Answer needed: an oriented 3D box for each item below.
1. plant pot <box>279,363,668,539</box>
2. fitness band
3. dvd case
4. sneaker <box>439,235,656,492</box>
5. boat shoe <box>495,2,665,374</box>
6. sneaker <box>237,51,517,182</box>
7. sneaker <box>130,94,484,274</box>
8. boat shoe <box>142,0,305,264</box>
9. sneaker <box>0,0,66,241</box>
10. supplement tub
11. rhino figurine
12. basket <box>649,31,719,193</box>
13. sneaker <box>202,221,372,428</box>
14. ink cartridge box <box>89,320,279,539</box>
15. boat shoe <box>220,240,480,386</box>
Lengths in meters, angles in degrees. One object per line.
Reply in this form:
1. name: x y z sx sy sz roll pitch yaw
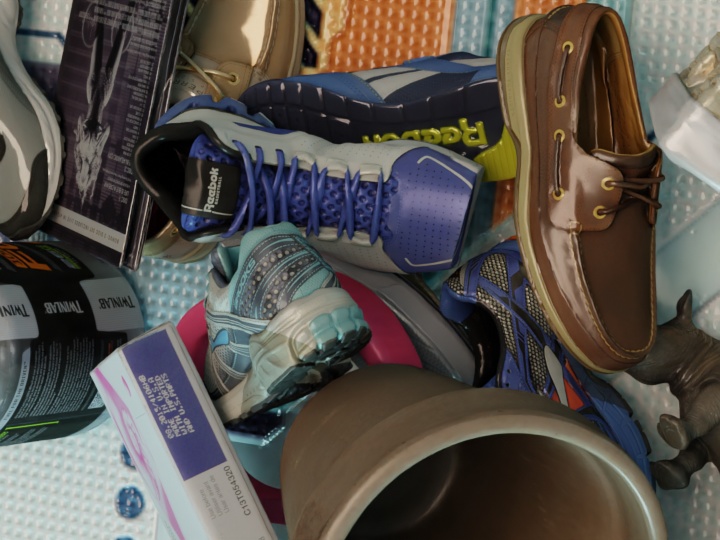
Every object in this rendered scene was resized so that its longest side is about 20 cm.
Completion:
1. plant pot: 0.035 0.133 1.510 0.200 0.200 0.175 -66 29 11
2. fitness band: -0.039 0.074 1.659 0.200 0.037 0.144 -14 98 48
3. dvd case: -0.146 -0.110 1.709 0.149 0.016 0.200 22 101 61
4. sneaker: 0.099 0.078 1.600 0.200 0.078 0.075 68 153 15
5. boat shoe: 0.125 -0.046 1.532 0.068 0.072 0.200 -17 81 48
6. sneaker: 0.025 -0.084 1.642 0.200 0.082 0.074 1 111 22
7. sneaker: -0.042 -0.039 1.569 0.199 0.115 0.081 15 105 17
8. boat shoe: -0.091 -0.097 1.700 0.074 0.069 0.200 22 100 22
9. sneaker: -0.239 -0.111 1.753 0.074 0.079 0.200 -29 76 46
10. supplement tub: -0.224 0.044 1.690 0.122 0.200 0.123 1 92 25
11. rhino figurine: 0.197 0.083 1.568 0.200 0.087 0.060 48 146 17
12. basket: 0.263 -0.066 1.473 0.200 0.136 0.123 35 103 -5
13. sneaker: -0.048 0.025 1.543 0.078 0.200 0.086 -23 82 -20
14. ink cartridge box: -0.092 0.133 1.627 0.043 0.200 0.196 -26 88 -14
15. boat shoe: 0.000 0.000 1.662 0.200 0.062 0.072 41 144 12
